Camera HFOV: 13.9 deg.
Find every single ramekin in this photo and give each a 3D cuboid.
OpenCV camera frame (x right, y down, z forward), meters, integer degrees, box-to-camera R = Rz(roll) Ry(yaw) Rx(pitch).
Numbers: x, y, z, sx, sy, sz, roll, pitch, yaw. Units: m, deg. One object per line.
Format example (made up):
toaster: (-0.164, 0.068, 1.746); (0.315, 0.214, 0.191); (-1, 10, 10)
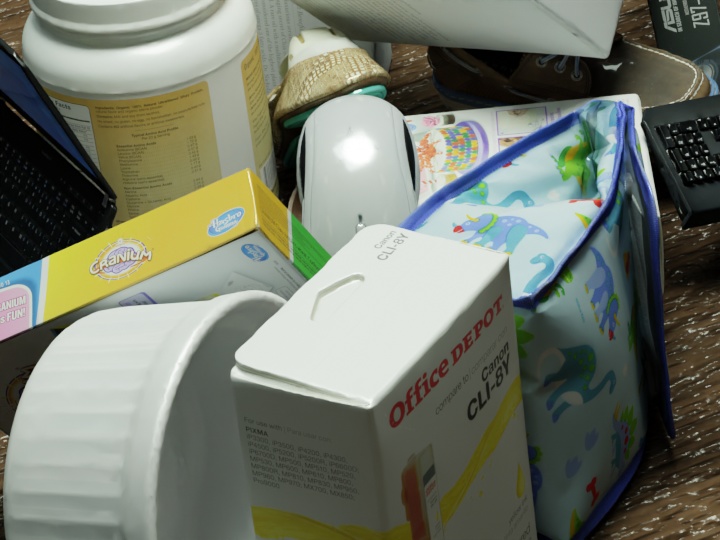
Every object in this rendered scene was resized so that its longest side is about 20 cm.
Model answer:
ramekin: (-0.093, 0.109, 1.479); (0.097, 0.201, 0.201); (1, 32, 27)

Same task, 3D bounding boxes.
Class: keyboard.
keyboard: (0.262, -0.068, 1.766); (0.199, 0.105, 0.040); (-13, -16, -38)

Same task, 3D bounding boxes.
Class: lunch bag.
lunch bag: (0.104, 0.026, 1.587); (0.127, 0.171, 0.200); (10, 35, 27)

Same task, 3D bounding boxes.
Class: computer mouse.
computer mouse: (0.000, 0.000, 1.648); (0.109, 0.201, 0.044); (-6, -4, 2)

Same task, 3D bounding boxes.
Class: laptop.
laptop: (-0.228, -0.057, 1.743); (0.103, 0.201, 0.177); (11, 18, -36)

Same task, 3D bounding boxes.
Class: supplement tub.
supplement tub: (-0.129, -0.103, 1.814); (0.144, 0.201, 0.145); (-5, 31, 3)

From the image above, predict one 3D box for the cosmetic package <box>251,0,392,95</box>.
cosmetic package: (-0.084, -0.170, 2.007); (0.199, 0.102, 0.071); (-1, 31, 9)

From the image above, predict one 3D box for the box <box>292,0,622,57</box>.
box: (0.060, -0.209, 1.799); (0.199, 0.097, 0.125); (7, 77, 36)

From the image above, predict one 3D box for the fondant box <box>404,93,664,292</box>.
fondant box: (0.073, -0.037, 1.742); (0.199, 0.058, 0.145); (-4, 32, 3)

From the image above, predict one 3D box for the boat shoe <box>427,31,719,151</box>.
boat shoe: (0.125, -0.124, 1.841); (0.199, 0.072, 0.072); (8, 55, 30)

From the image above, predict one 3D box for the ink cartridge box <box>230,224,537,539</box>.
ink cartridge box: (0.016, 0.101, 1.458); (0.083, 0.201, 0.145); (12, 37, 28)

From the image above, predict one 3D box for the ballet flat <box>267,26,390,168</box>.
ballet flat: (-0.029, -0.115, 1.842); (0.070, 0.066, 0.200); (-13, -8, -16)

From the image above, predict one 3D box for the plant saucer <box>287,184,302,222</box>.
plant saucer: (0.055, -0.032, 1.823); (0.199, 0.035, 0.201); (-5, 33, 3)

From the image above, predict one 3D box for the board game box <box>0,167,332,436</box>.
board game box: (-0.109, 0.035, 1.577); (0.199, 0.153, 0.040); (-23, 53, 15)

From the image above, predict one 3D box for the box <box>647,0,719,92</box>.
box: (0.197, -0.219, 1.907); (0.043, 0.201, 0.160); (-12, 21, 7)
